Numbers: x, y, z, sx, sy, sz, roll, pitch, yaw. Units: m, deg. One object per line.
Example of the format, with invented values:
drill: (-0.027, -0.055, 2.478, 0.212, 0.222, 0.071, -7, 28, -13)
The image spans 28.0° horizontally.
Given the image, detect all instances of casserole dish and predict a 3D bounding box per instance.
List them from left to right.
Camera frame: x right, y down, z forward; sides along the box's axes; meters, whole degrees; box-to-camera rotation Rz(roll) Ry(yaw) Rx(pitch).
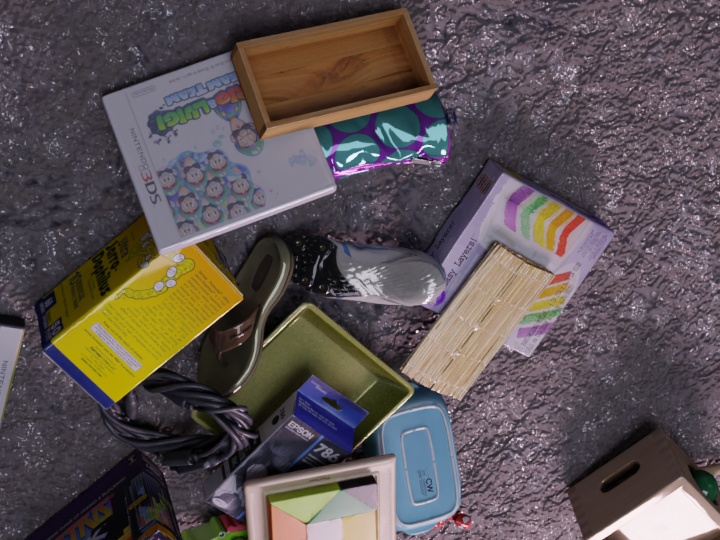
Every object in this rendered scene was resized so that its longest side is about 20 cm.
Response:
casserole dish: (0.068, 0.240, 1.802, 0.121, 0.039, 0.200, -13, 102, -17)

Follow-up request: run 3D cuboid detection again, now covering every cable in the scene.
cable: (-0.208, 0.163, 1.649, 0.200, 0.051, 0.163, -18, 122, 42)

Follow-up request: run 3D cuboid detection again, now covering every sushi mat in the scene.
sushi mat: (0.139, 0.063, 1.727, 0.096, 0.012, 0.200, 28, 106, -29)

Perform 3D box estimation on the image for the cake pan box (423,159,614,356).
cake pan box: (0.178, -0.010, 1.738, 0.184, 0.052, 0.200, 28, 106, -25)

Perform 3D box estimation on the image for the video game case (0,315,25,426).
video game case: (-0.491, 0.122, 1.603, 0.200, 0.026, 0.181, 10, 112, -22)

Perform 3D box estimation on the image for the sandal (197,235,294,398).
sandal: (-0.143, 0.050, 1.645, 0.057, 0.080, 0.201, 9, 106, -53)

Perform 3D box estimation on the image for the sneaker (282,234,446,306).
sneaker: (0.000, 0.000, 1.666, 0.200, 0.072, 0.072, 11, 95, 2)

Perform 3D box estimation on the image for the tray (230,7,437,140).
tray: (-0.028, -0.210, 1.530, 0.200, 0.037, 0.099, -16, 78, -23)

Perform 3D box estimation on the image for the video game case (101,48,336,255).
video game case: (-0.149, -0.134, 1.523, 0.200, 0.024, 0.182, -21, 79, -8)

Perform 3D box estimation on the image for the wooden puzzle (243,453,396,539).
wooden puzzle: (-0.044, 0.312, 1.744, 0.185, 0.037, 0.200, -9, 127, -12)

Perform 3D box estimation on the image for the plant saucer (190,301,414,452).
plant saucer: (-0.072, 0.147, 1.733, 0.200, 0.048, 0.200, -44, 121, 10)

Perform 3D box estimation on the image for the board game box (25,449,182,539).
board game box: (-0.307, 0.328, 1.683, 0.200, 0.165, 0.057, -39, 123, 4)

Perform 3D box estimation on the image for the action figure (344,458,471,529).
action figure: (0.061, 0.299, 1.858, 0.200, 0.052, 0.066, 21, 103, -28)

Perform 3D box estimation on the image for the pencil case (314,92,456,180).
pencil case: (0.003, -0.141, 1.593, 0.200, 0.093, 0.085, -14, 164, -9)

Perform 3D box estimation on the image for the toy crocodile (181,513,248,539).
toy crocodile: (-0.123, 0.325, 1.798, 0.200, 0.068, 0.062, -1, 116, -19)

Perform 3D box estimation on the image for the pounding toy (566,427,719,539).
pounding toy: (0.413, 0.309, 1.940, 0.200, 0.142, 0.184, -38, 121, 15)

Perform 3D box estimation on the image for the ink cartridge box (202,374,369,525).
ink cartridge box: (-0.087, 0.222, 1.717, 0.099, 0.039, 0.200, 35, 107, -28)

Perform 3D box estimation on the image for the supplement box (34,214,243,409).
supplement box: (-0.246, 0.034, 1.589, 0.200, 0.109, 0.110, -39, 121, 3)
